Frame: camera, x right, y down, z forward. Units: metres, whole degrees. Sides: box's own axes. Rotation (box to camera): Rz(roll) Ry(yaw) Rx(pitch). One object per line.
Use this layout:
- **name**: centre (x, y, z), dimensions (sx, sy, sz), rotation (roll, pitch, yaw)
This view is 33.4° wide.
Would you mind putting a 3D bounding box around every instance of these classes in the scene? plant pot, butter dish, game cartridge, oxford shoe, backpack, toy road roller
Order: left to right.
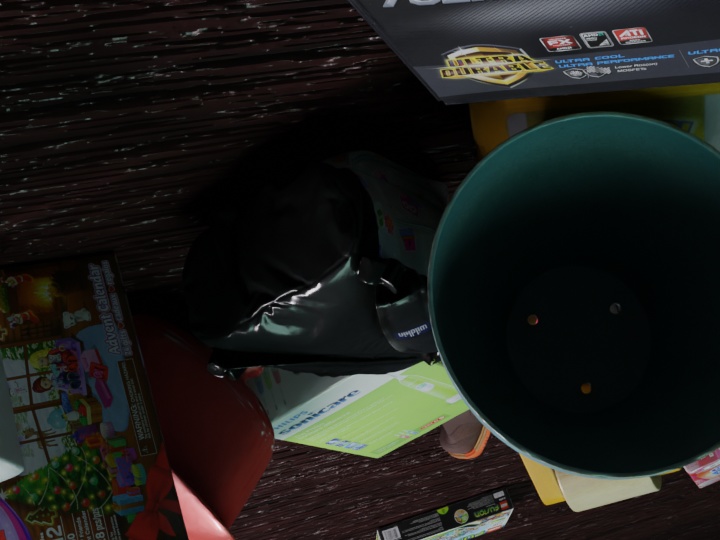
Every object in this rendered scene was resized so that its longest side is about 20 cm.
- **butter dish**: centre (-0.130, 0.105, 0.878), dimensions (0.148, 0.199, 0.200), rotation (-45, 171, -22)
- **backpack**: centre (0.000, 0.000, 0.785), dimensions (0.165, 0.129, 0.199), rotation (-22, 158, 34)
- **oxford shoe**: centre (0.108, 0.142, 1.250), dimensions (0.071, 0.072, 0.201), rotation (15, 151, -6)
- **toy road roller**: centre (0.192, 0.090, 1.042), dimensions (0.121, 0.202, 0.146), rotation (-19, -162, 21)
- **plant pot**: centre (0.137, 0.027, 0.709), dimensions (0.197, 0.203, 0.135), rotation (-19, 165, -3)
- **game cartridge**: centre (0.156, -0.078, 0.729), dimensions (0.173, 0.033, 0.201), rotation (-4, 140, 12)

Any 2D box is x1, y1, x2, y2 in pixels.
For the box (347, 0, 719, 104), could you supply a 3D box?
- **box**: centre (0.086, -0.142, 0.536), dimensions (0.197, 0.051, 0.198), rotation (1, 163, 29)

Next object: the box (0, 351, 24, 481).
- **box**: centre (-0.305, 0.063, 0.645), dimensions (0.197, 0.154, 0.107), rotation (-22, 156, 2)

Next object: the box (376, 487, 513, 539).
- **box**: centre (0.120, 0.375, 1.744), dimensions (0.197, 0.035, 0.111), rotation (-17, 155, -8)

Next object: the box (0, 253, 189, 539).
- **box**: centre (-0.195, 0.093, 0.732), dimensions (0.135, 0.203, 0.039), rotation (-9, 154, -24)

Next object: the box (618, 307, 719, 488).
- **box**: centre (0.303, 0.083, 1.092), dimensions (0.094, 0.203, 0.100), rotation (-27, 155, 13)

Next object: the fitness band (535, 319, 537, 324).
- **fitness band**: centre (0.204, 0.044, 0.893), dimensions (0.141, 0.038, 0.203), rotation (6, 123, -16)

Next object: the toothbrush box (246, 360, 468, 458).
- **toothbrush box**: centre (0.010, 0.081, 1.002), dimensions (0.144, 0.087, 0.199), rotation (-31, 154, 22)
